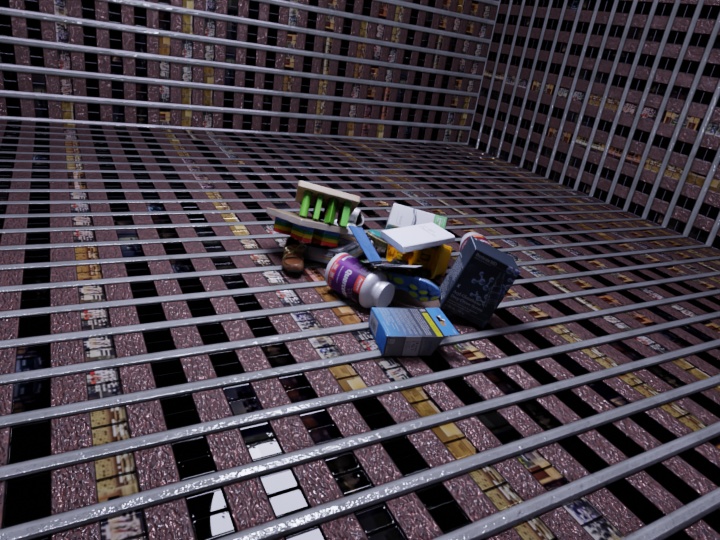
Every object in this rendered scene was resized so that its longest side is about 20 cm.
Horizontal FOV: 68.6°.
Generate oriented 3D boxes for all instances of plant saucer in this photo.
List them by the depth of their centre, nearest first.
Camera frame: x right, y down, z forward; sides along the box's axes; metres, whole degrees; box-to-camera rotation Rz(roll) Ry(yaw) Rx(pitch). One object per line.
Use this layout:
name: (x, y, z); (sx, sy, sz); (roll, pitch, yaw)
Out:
plant saucer: (0.160, 0.076, 1.584); (0.196, 0.035, 0.201); (7, 25, -3)

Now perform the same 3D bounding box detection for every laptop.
laptop: (0.077, -0.066, 1.530); (0.196, 0.119, 0.187); (3, 3, 13)

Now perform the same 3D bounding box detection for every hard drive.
hard drive: (0.179, -0.106, 1.654); (0.197, 0.027, 0.132); (-11, 31, -27)

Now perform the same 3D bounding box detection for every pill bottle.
pill bottle: (-0.001, 0.034, 1.517); (0.198, 0.115, 0.111); (27, 29, 34)
pill bottle: (0.416, -0.062, 1.882); (0.110, 0.115, 0.201); (7, 24, -5)

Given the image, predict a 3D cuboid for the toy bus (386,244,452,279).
toy bus: (0.215, -0.060, 1.801); (0.198, 0.138, 0.191); (23, 14, 32)

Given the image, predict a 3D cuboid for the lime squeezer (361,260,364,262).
lime squeezer: (0.000, 0.000, 1.682); (0.070, 0.038, 0.200); (-8, 31, -33)

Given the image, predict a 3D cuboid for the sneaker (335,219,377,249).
sneaker: (-0.027, -0.122, 1.885); (0.197, 0.082, 0.070); (20, 24, 18)

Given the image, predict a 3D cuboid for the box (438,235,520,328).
box: (0.332, 0.033, 1.500); (0.146, 0.202, 0.107); (25, 22, -7)

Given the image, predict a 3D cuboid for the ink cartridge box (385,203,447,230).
ink cartridge box: (0.193, -0.158, 1.873); (0.196, 0.086, 0.146); (16, -9, -1)

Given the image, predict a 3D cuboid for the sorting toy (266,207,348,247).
sorting toy: (-0.176, -0.134, 1.690); (0.198, 0.071, 0.197); (7, 11, -44)

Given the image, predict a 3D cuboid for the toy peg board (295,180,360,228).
toy peg board: (-0.118, -0.192, 1.693); (0.196, 0.100, 0.199); (14, -8, -8)

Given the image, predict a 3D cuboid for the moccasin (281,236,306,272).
moccasin: (-0.209, -0.054, 1.668); (0.072, 0.079, 0.202); (6, 25, -7)

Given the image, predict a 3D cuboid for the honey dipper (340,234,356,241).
honey dipper: (-0.047, -0.108, 1.742); (0.197, 0.039, 0.038); (19, 25, 35)

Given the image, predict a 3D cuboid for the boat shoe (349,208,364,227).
boat shoe: (-0.017, -0.187, 1.950); (0.065, 0.073, 0.201); (22, -17, 12)

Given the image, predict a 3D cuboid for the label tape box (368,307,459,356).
label tape box: (0.134, 0.156, 1.365); (0.196, 0.064, 0.145); (2, 25, -17)

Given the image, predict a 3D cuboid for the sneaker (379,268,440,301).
sneaker: (0.146, 0.031, 1.550); (0.196, 0.072, 0.083); (18, 32, 24)

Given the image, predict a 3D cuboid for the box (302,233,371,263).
box: (-0.078, -0.076, 1.770); (0.156, 0.049, 0.199); (10, 22, 29)

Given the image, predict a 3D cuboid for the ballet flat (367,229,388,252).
ballet flat: (0.103, -0.090, 1.858); (0.197, 0.072, 0.071); (11, 21, -28)
